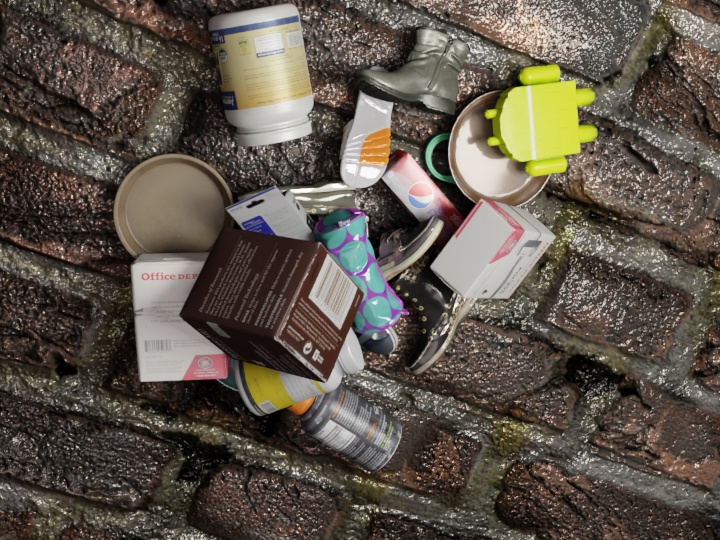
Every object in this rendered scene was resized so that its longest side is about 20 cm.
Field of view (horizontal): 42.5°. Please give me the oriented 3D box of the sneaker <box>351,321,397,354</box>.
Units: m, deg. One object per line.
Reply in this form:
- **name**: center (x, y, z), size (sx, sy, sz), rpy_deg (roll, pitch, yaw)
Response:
- **sneaker**: center (-0.025, 0.092, 1.597), size (0.200, 0.080, 0.078), rpy_deg (41, 133, -11)

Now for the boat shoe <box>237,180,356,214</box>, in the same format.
- **boat shoe**: center (-0.103, -0.112, 1.545), size (0.200, 0.072, 0.061), rpy_deg (-7, 101, -11)

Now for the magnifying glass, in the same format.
- **magnifying glass**: center (0.192, -0.160, 1.606), size (0.200, 0.022, 0.080), rpy_deg (40, 95, -14)

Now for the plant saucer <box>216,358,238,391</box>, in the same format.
- **plant saucer**: center (-0.182, 0.114, 1.611), size (0.198, 0.036, 0.202), rpy_deg (-2, 105, -7)

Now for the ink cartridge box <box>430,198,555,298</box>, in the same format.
- **ink cartridge box**: center (0.224, -0.031, 1.541), size (0.085, 0.200, 0.146), rpy_deg (43, 109, 23)

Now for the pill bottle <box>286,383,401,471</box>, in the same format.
- **pill bottle**: center (-0.033, 0.262, 1.637), size (0.199, 0.106, 0.107), rpy_deg (35, 97, -15)

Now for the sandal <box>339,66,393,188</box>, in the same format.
- **sandal**: center (0.011, -0.234, 1.542), size (0.079, 0.059, 0.208), rpy_deg (16, 80, -20)

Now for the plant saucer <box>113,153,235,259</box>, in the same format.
- **plant saucer**: center (-0.308, -0.095, 1.540), size (0.198, 0.029, 0.202), rpy_deg (-2, 105, -9)

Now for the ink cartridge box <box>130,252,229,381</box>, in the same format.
- **ink cartridge box**: center (-0.293, 0.074, 1.525), size (0.145, 0.083, 0.202), rpy_deg (-1, 104, -3)

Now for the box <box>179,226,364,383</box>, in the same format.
- **box**: center (-0.133, 0.052, 1.437), size (0.166, 0.199, 0.165), rpy_deg (48, 58, -50)

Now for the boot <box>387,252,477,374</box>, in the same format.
- **boot**: center (0.104, 0.066, 1.622), size (0.150, 0.073, 0.201), rpy_deg (35, 93, -17)

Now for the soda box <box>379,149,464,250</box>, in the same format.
- **soda box**: center (0.114, -0.111, 1.579), size (0.063, 0.070, 0.200), rpy_deg (-43, 107, 1)

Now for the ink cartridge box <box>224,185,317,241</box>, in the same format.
- **ink cartridge box**: center (-0.128, -0.065, 1.520), size (0.099, 0.039, 0.200), rpy_deg (-20, 133, 17)

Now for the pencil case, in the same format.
- **pencil case**: center (0.000, 0.000, 1.520), size (0.092, 0.085, 0.201), rpy_deg (-23, 107, 3)

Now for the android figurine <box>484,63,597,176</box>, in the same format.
- **android figurine**: center (0.302, -0.250, 1.555), size (0.198, 0.041, 0.184), rpy_deg (-11, 102, -15)

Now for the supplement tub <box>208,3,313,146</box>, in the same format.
- **supplement tub**: center (-0.151, -0.305, 1.448), size (0.143, 0.144, 0.202), rpy_deg (-11, 106, -6)

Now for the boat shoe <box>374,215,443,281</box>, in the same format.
- **boat shoe**: center (0.058, -0.036, 1.557), size (0.065, 0.072, 0.200), rpy_deg (44, 132, -8)

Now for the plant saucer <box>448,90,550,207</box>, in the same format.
- **plant saucer**: center (0.238, -0.204, 1.581), size (0.198, 0.032, 0.202), rpy_deg (-2, 98, -15)

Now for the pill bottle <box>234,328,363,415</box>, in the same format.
- **pill bottle**: center (-0.100, 0.159, 1.539), size (0.199, 0.112, 0.113), rpy_deg (-21, 107, 11)

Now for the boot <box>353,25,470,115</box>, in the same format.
- **boot**: center (0.083, -0.335, 1.504), size (0.199, 0.068, 0.132), rpy_deg (10, 92, -31)
